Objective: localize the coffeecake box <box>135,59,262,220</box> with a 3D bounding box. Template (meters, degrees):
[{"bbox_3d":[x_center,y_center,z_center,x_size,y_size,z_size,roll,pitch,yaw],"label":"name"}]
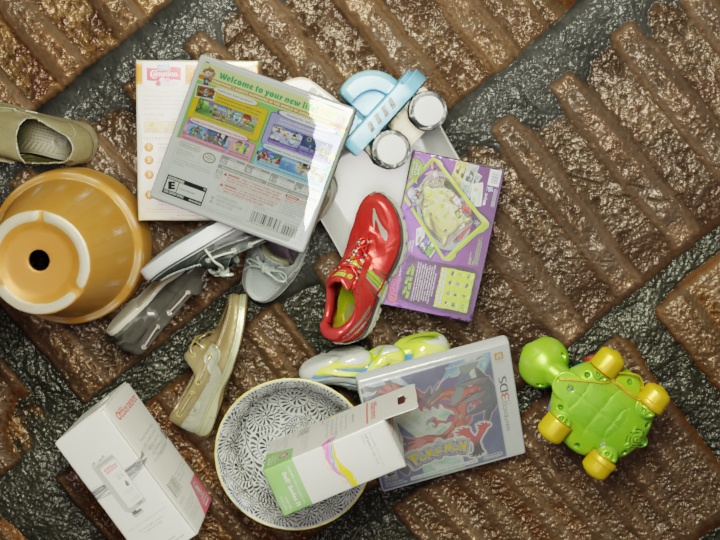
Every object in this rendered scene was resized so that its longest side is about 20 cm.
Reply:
[{"bbox_3d":[-0.201,-0.165,1.570,0.153,0.073,0.200,1,99,0],"label":"coffeecake box"}]

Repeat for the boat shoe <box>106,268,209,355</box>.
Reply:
[{"bbox_3d":[-0.241,0.030,1.609,0.200,0.067,0.057,-42,112,8],"label":"boat shoe"}]

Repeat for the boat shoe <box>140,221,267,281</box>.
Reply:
[{"bbox_3d":[-0.174,-0.025,1.528,0.199,0.074,0.068,-29,100,3],"label":"boat shoe"}]

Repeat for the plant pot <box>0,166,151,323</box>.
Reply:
[{"bbox_3d":[-0.374,-0.023,1.539,0.200,0.183,0.201,0,98,1],"label":"plant pot"}]

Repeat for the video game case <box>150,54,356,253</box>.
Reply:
[{"bbox_3d":[-0.128,-0.139,1.474,0.200,0.022,0.182,20,91,6],"label":"video game case"}]

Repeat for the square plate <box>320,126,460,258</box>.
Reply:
[{"bbox_3d":[0.039,-0.102,1.598,0.198,0.028,0.200,-30,97,6],"label":"square plate"}]

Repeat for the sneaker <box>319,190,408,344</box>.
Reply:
[{"bbox_3d":[0.000,0.000,1.548,0.077,0.085,0.200,20,102,30],"label":"sneaker"}]

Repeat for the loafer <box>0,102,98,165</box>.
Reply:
[{"bbox_3d":[-0.437,-0.173,1.576,0.200,0.067,0.076,4,98,0],"label":"loafer"}]

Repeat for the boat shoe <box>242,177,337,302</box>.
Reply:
[{"bbox_3d":[-0.097,-0.041,1.578,0.074,0.065,0.202,36,113,3],"label":"boat shoe"}]

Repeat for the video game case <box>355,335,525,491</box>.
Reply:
[{"bbox_3d":[0.106,0.187,1.601,0.200,0.023,0.183,-14,119,-4],"label":"video game case"}]

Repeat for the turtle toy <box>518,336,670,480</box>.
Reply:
[{"bbox_3d":[0.290,0.162,1.596,0.200,0.101,0.146,39,97,-4],"label":"turtle toy"}]

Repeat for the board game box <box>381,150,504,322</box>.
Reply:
[{"bbox_3d":[0.104,-0.044,1.579,0.120,0.032,0.200,12,99,-4],"label":"board game box"}]

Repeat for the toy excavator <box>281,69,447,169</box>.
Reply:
[{"bbox_3d":[-0.022,-0.198,1.517,0.200,0.100,0.194,43,93,-5],"label":"toy excavator"}]

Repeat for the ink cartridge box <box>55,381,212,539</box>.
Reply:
[{"bbox_3d":[-0.288,0.259,1.598,0.083,0.147,0.200,-35,96,6],"label":"ink cartridge box"}]

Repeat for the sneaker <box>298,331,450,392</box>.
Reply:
[{"bbox_3d":[0.024,0.148,1.613,0.200,0.076,0.105,-11,99,2],"label":"sneaker"}]

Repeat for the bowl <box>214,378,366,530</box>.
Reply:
[{"bbox_3d":[-0.085,0.227,1.617,0.200,0.094,0.201,0,98,0],"label":"bowl"}]

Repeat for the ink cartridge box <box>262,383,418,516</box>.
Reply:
[{"bbox_3d":[-0.011,0.215,1.507,0.200,0.117,0.067,-23,99,5],"label":"ink cartridge box"}]

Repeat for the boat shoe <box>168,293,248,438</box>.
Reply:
[{"bbox_3d":[-0.197,0.120,1.613,0.066,0.074,0.200,17,98,-7],"label":"boat shoe"}]
